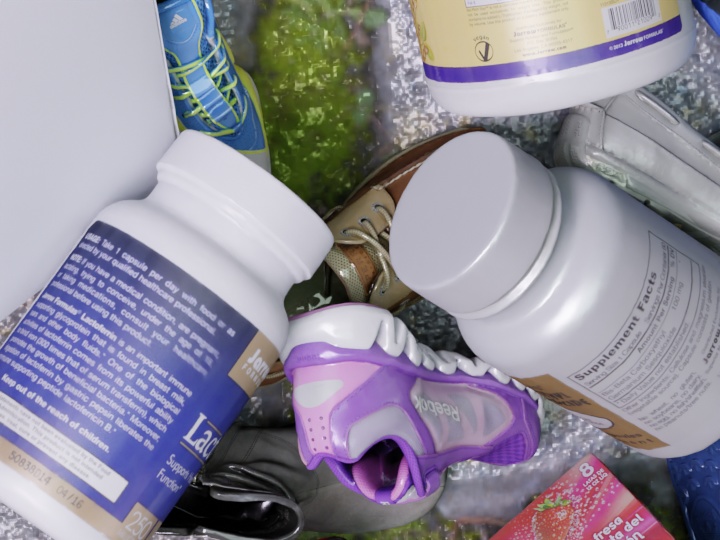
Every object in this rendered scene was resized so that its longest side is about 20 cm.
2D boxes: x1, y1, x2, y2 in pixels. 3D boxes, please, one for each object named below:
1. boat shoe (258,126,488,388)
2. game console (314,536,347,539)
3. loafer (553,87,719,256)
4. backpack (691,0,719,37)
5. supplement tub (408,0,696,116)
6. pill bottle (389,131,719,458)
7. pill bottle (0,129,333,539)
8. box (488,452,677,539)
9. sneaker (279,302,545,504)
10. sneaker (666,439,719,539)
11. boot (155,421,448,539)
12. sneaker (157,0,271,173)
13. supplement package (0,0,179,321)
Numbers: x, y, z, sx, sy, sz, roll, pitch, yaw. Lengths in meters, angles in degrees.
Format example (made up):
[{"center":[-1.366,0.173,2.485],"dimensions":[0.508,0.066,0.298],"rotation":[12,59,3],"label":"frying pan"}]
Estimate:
[{"center":[0.000,0.000,1.371],"dimensions":[0.200,0.074,0.076],"rotation":[-38,94,2],"label":"boat shoe"},{"center":[-0.088,0.231,1.391],"dimensions":[0.199,0.119,0.173],"rotation":[-15,104,-4],"label":"game console"},{"center":[0.198,-0.045,1.395],"dimensions":[0.199,0.070,0.070],"rotation":[27,80,-22],"label":"loafer"},{"center":[0.281,-0.167,1.333],"dimensions":[0.200,0.163,0.168],"rotation":[-44,121,1],"label":"backpack"},{"center":[0.086,-0.191,1.308],"dimensions":[0.145,0.145,0.201],"rotation":[-14,103,-5],"label":"supplement tub"},{"center":[0.114,0.011,1.342],"dimensions":[0.200,0.114,0.115],"rotation":[31,97,-35],"label":"pill bottle"},{"center":[-0.107,0.038,1.254],"dimensions":[0.116,0.116,0.200],"rotation":[37,81,-14],"label":"pill bottle"},{"center":[0.093,0.211,1.395],"dimensions":[0.200,0.096,0.100],"rotation":[-41,138,-3],"label":"box"},{"center":[0.026,0.084,1.347],"dimensions":[0.080,0.200,0.089],"rotation":[-17,65,33],"label":"sneaker"},{"center":[0.227,0.124,1.444],"dimensions":[0.078,0.070,0.201],"rotation":[-16,99,-28],"label":"sneaker"},{"center":[-0.043,0.121,1.366],"dimensions":[0.199,0.131,0.068],"rotation":[5,101,-9],"label":"boot"},{"center":[-0.099,-0.105,1.322],"dimensions":[0.075,0.105,0.201],"rotation":[-25,104,-2],"label":"sneaker"},{"center":[-0.184,-0.095,1.234],"dimensions":[0.156,0.111,0.201],"rotation":[-40,148,-26],"label":"supplement package"}]
